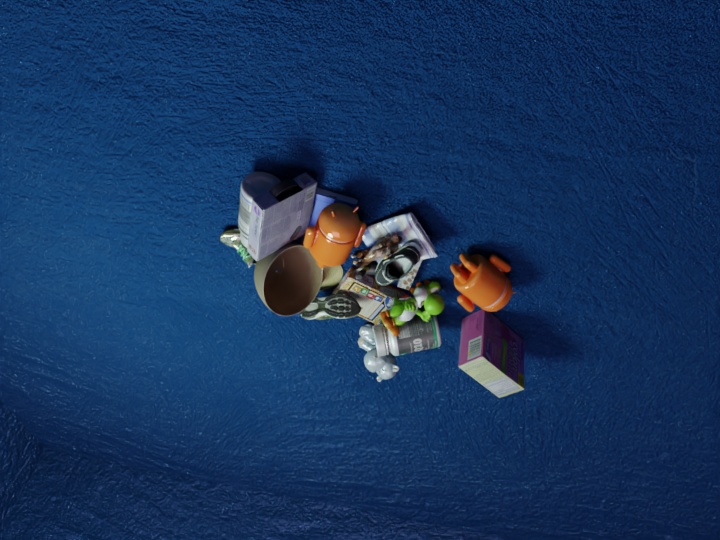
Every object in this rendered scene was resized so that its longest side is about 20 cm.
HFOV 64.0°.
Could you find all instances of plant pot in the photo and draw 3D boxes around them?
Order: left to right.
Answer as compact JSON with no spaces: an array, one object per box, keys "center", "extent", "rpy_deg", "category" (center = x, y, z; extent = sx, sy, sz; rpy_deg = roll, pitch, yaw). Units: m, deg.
[{"center":[-0.222,0.009,1.619],"extent":[0.133,0.201,0.202],"rpy_deg":[25,154,45],"category":"plant pot"}]

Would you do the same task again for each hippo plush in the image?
[{"center":[0.067,0.284,1.888],"extent":[0.199,0.163,0.159],"rpy_deg":[35,135,-22],"category":"hippo plush"}]

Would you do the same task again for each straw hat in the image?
[{"center":[-0.156,0.027,1.728],"extent":[0.196,0.086,0.203],"rpy_deg":[8,139,7],"category":"straw hat"}]

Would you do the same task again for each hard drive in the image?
[{"center":[-0.090,-0.132,1.580],"extent":[0.129,0.026,0.202],"rpy_deg":[16,138,-2],"category":"hard drive"}]

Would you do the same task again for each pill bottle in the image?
[{"center":[-0.270,-0.153,1.542],"extent":[0.111,0.115,0.202],"rpy_deg":[16,139,-2],"category":"pill bottle"},{"center":[0.141,0.197,1.767],"extent":[0.196,0.114,0.114],"rpy_deg":[-11,137,-1],"category":"pill bottle"}]

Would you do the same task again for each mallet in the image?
[{"center":[0.000,0.000,1.597],"extent":[0.064,0.200,0.042],"rpy_deg":[8,99,14],"category":"mallet"}]

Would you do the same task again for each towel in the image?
[{"center":[0.098,-0.074,1.552],"extent":[0.198,0.024,0.148],"rpy_deg":[-14,119,42],"category":"towel"}]

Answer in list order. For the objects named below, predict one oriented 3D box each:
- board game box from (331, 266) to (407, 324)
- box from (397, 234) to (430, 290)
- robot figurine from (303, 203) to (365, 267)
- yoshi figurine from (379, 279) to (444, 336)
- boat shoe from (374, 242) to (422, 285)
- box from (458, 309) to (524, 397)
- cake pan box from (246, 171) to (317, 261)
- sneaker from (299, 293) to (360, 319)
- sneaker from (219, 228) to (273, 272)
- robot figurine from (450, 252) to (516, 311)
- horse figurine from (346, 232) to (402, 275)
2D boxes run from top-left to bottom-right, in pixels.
[{"center":[0.023,0.085,1.770],"extent":[0.197,0.047,0.152],"rpy_deg":[26,138,-13],"category":"board game box"},{"center":[0.149,-0.023,1.621],"extent":[0.038,0.042,0.202],"rpy_deg":[16,139,-1],"category":"box"},{"center":[-0.066,-0.093,1.500],"extent":[0.142,0.118,0.201],"rpy_deg":[24,139,-3],"category":"robot figurine"},{"center":[0.162,0.116,1.668],"extent":[0.199,0.112,0.113],"rpy_deg":[-36,101,2],"category":"yoshi figurine"},{"center":[0.090,-0.006,1.557],"extent":[0.075,0.061,0.200],"rpy_deg":[38,140,-4],"category":"boat shoe"},{"center":[0.400,0.251,1.745],"extent":[0.199,0.178,0.096],"rpy_deg":[38,134,-25],"category":"box"},{"center":[-0.201,-0.138,1.472],"extent":[0.052,0.183,0.202],"rpy_deg":[40,143,18],"category":"cake pan box"},{"center":[-0.085,0.117,1.760],"extent":[0.196,0.079,0.088],"rpy_deg":[-1,163,23],"category":"sneaker"},{"center":[-0.324,-0.054,1.684],"extent":[0.197,0.090,0.077],"rpy_deg":[22,139,-8],"category":"sneaker"},{"center":[0.334,0.036,1.575],"extent":[0.199,0.146,0.116],"rpy_deg":[35,157,-23],"category":"robot figurine"},{"center":[0.042,-0.049,1.523],"extent":[0.198,0.132,0.051],"rpy_deg":[-26,97,34],"category":"horse figurine"}]
